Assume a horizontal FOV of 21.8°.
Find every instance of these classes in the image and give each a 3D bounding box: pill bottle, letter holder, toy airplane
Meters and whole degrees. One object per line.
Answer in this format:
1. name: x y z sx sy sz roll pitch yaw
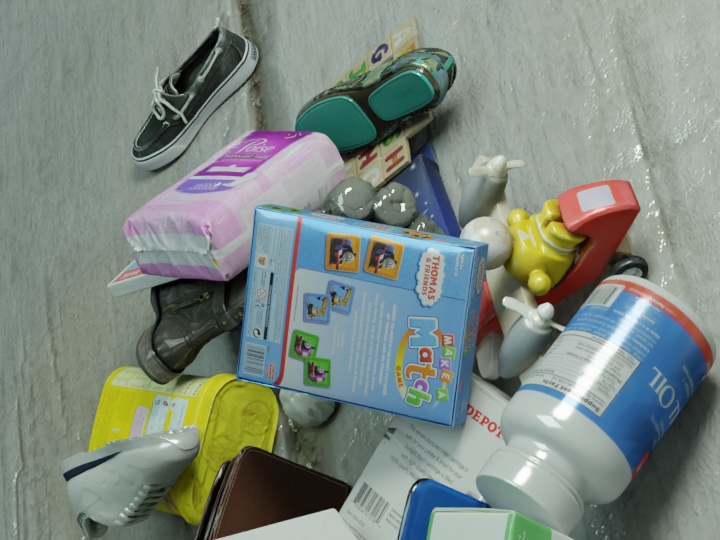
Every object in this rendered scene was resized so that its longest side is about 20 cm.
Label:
1. pill bottle: 0.178 0.110 1.440 0.112 0.112 0.200 13 57 50
2. letter holder: -0.113 0.268 1.690 0.101 0.142 0.200 -3 67 46
3. toy airplane: 0.127 0.000 1.582 0.200 0.141 0.199 17 82 50

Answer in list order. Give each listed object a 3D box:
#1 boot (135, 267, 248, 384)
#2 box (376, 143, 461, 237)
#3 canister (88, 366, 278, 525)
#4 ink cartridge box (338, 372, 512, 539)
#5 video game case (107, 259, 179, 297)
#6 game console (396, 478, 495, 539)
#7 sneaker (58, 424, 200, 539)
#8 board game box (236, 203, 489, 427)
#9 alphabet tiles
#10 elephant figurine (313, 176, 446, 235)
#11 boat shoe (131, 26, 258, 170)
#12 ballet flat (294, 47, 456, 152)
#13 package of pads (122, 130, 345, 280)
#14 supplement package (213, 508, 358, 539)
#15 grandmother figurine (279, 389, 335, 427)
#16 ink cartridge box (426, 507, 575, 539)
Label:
1. boot: -0.129 0.020 1.832 0.174 0.069 0.200 -35 24 25
2. box: 0.040 -0.024 1.776 0.121 0.032 0.200 -41 43 25
3. canister: -0.183 0.172 1.859 0.200 0.087 0.149 3 78 50
4. ink cartridge box: 0.075 0.193 1.574 0.145 0.084 0.200 35 96 50
5. video game case: -0.157 -0.045 1.924 0.143 0.017 0.200 -16 23 41
6. game console: 0.058 0.274 1.457 0.171 0.200 0.118 -36 45 29
7. sneaker: -0.210 0.199 1.770 0.200 0.076 0.081 -27 71 49
8. board game box: -0.001 0.035 1.545 0.200 0.037 0.151 11 101 23
9. alphabet tiles: 0.004 -0.146 1.877 0.167 0.008 0.200 -38 36 27
10. elephant figurine: 0.000 0.000 1.677 0.155 0.141 0.200 -49 0 -16
11. boat shoe: -0.203 -0.195 2.103 0.199 0.068 0.074 -40 44 26
12. ballet flat: 0.020 -0.167 1.823 0.200 0.074 0.074 -15 59 44
13. package of pads: -0.118 -0.064 1.791 0.120 0.076 0.200 6 33 39
14. supplement package: -0.054 0.321 1.544 0.121 0.120 0.200 48 142 47
15. grandmother figurine: -0.062 0.062 1.822 0.121 0.061 0.200 118 147 -47
16. ink cartridge box: 0.131 0.272 1.381 0.084 0.200 0.146 -7 64 42
